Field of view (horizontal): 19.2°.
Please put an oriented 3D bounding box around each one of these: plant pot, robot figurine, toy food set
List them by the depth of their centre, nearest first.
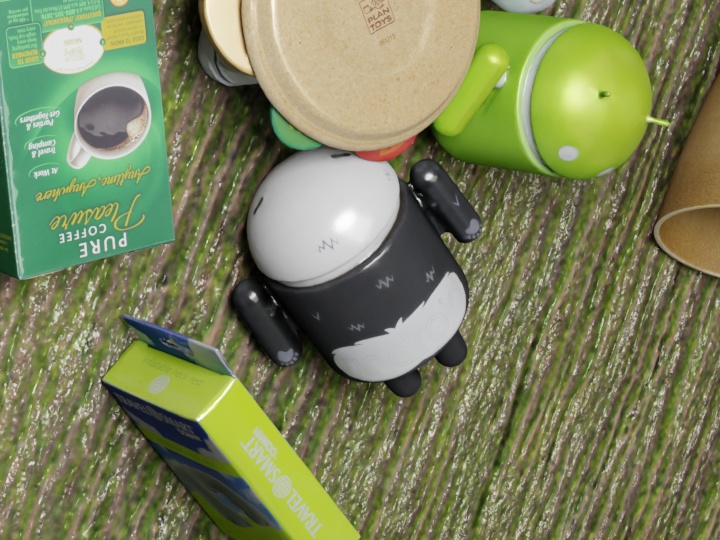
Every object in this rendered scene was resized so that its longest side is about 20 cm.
[{"bbox_3d":[-0.002,-0.174,1.446,0.200,0.049,0.198,-48,118,-20],"label":"toy food set"},{"bbox_3d":[0.001,-0.002,1.537,0.200,0.125,0.150,54,54,-35],"label":"robot figurine"},{"bbox_3d":[0.128,-0.129,1.564,0.175,0.200,0.116,15,88,-45],"label":"robot figurine"},{"bbox_3d":[0.358,-0.109,1.805,0.186,0.186,0.200,29,67,-41],"label":"plant pot"}]

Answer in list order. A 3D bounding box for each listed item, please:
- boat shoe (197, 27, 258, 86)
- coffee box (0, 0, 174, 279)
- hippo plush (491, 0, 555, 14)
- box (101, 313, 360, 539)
[{"bbox_3d":[-0.054,-0.223,1.475,0.074,0.067,0.200,7,94,-42],"label":"boat shoe"},{"bbox_3d":[-0.184,-0.103,1.341,0.123,0.044,0.200,-18,110,-37],"label":"coffee box"},{"bbox_3d":[0.138,-0.278,1.570,0.161,0.159,0.200,-56,130,-18],"label":"hippo plush"},{"bbox_3d":[-0.095,0.123,1.478,0.048,0.122,0.200,-49,126,-20],"label":"box"}]
